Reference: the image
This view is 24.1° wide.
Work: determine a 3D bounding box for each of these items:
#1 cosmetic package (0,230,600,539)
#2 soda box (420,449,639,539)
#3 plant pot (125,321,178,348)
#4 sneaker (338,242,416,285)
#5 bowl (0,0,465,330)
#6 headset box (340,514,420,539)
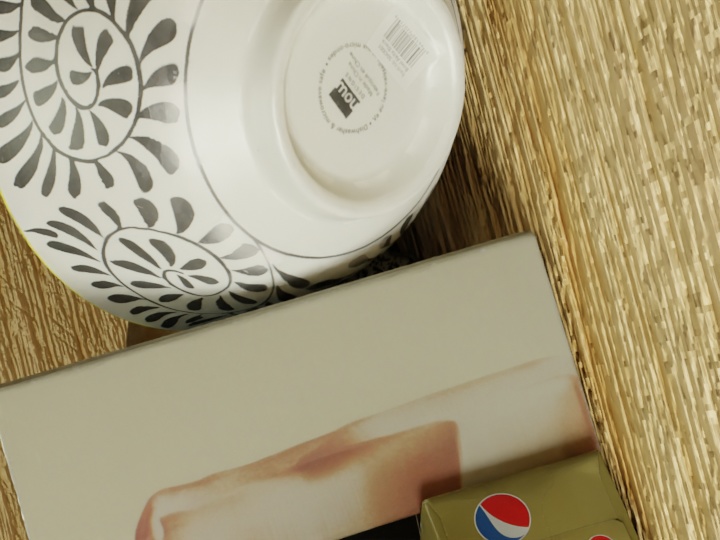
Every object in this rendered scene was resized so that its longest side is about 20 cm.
[{"bbox_3d":[-0.027,0.059,0.618,0.103,0.199,0.088,136,118,-80],"label":"cosmetic package"},{"bbox_3d":[0.061,0.147,0.635,0.200,0.068,0.064,90,161,-57],"label":"soda box"},{"bbox_3d":[-0.071,-0.017,0.909,0.200,0.027,0.200,-47,31,40],"label":"plant pot"},{"bbox_3d":[0.000,0.000,0.864,0.200,0.077,0.089,-125,54,-69],"label":"sneaker"},{"bbox_3d":[-0.025,-0.068,0.598,0.094,0.200,0.201,16,123,47],"label":"bowl"},{"bbox_3d":[-0.021,0.177,0.766,0.093,0.199,0.175,-145,41,-75],"label":"headset box"}]
